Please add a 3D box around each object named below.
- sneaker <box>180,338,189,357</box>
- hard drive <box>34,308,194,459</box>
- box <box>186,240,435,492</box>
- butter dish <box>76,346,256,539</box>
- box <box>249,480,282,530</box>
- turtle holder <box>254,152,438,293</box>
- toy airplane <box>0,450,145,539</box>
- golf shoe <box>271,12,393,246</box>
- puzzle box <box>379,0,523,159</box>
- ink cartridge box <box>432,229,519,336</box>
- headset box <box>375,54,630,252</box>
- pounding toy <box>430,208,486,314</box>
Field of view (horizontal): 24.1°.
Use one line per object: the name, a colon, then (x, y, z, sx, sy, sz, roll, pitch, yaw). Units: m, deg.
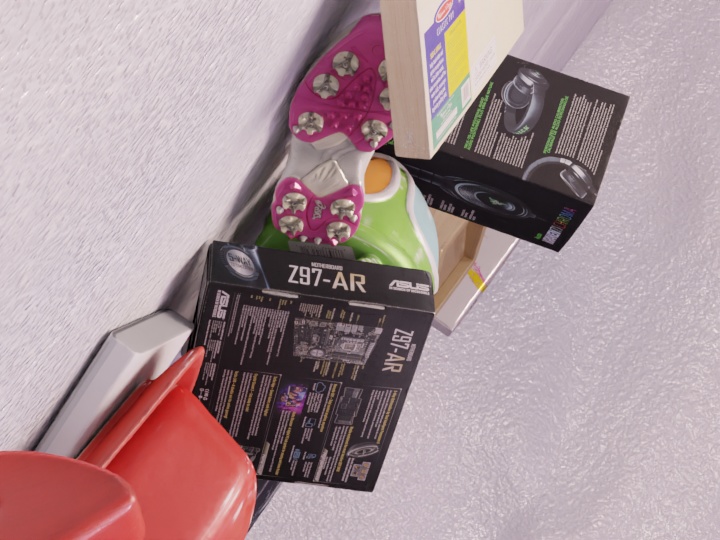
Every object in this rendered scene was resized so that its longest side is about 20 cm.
sneaker: (-0.077, 0.028, 1.342, 0.105, 0.075, 0.200, -63, 172, 14)
hard drive: (-0.190, 0.119, 1.127, 0.200, 0.027, 0.132, -55, 175, 11)
box: (-0.046, 0.074, 1.216, 0.044, 0.160, 0.200, -92, -167, -46)
butter dish: (-0.131, 0.183, 1.113, 0.200, 0.148, 0.200, -52, 176, -30)
box: (-0.128, 0.172, 1.552, 0.200, 0.117, 0.197, -55, 175, -7)
turtle holder: (0.006, -0.005, 1.282, 0.141, 0.186, 0.132, -18, -141, 40)
toy airplane: (-0.198, 0.118, 0.577, 0.199, 0.141, 0.200, 12, 131, -43)
golf shoe: (-0.013, -0.107, 1.128, 0.200, 0.075, 0.092, 116, -14, -46)
puzzle box: (0.061, -0.175, 1.076, 0.200, 0.025, 0.133, -54, 145, -51)
ink cartridge box: (0.139, -0.020, 2.598, 0.200, 0.145, 0.147, -53, 176, -5)
headset box: (0.089, -0.104, 1.320, 0.174, 0.200, 0.093, 105, 5, -79)
pounding toy: (0.038, -0.024, 1.853, 0.184, 0.142, 0.200, -51, 163, -40)
